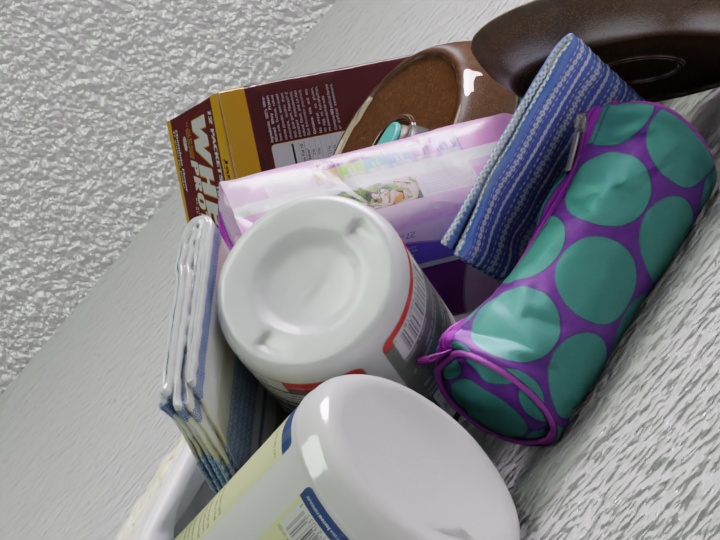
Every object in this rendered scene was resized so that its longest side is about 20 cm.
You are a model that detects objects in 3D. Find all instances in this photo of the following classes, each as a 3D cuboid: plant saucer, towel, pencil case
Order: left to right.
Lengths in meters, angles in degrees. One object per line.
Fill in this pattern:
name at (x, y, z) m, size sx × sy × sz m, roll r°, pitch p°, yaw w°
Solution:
towel at (-0.067, 0.082, 1.555) m, size 0.024 × 0.200 × 0.147 m, roll -11°, pitch 45°, yaw 16°
plant saucer at (0.031, -0.076, 1.848) m, size 0.200 × 0.034 × 0.201 m, roll -40°, pitch 34°, yaw 34°
towel at (0.118, -0.054, 1.601) m, size 0.145 × 0.024 × 0.200 m, roll -61°, pitch -21°, yaw 1°
pencil case at (0.120, -0.001, 1.530) m, size 0.200 × 0.092 × 0.085 m, roll -57°, pitch 11°, yaw -22°
plant saucer at (0.166, -0.134, 1.625) m, size 0.200 × 0.199 × 0.032 m, roll 149°, pitch 118°, yaw -64°

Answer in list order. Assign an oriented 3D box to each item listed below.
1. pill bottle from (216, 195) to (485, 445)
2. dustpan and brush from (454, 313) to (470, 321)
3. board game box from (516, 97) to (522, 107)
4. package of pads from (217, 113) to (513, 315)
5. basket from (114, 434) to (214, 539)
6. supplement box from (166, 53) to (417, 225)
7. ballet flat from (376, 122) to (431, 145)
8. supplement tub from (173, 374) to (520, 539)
pill bottle at (0.001, 0.049, 1.570) m, size 0.114 × 0.114 × 0.200 m, roll -54°, pitch -30°, yaw -12°
dustpan and brush at (0.061, 0.015, 1.832) m, size 0.200 × 0.057 × 0.140 m, roll -51°, pitch 10°, yaw 9°
board game box at (0.122, -0.087, 1.787) m, size 0.095 × 0.030 × 0.201 m, roll -25°, pitch 44°, yaw 29°
package of pads at (0.013, -0.018, 1.657) m, size 0.121 × 0.199 × 0.076 m, roll 91°, pitch 159°, yaw -48°
basket at (-0.083, 0.180, 1.705) m, size 0.123 × 0.135 × 0.200 m, roll -45°, pitch 12°, yaw 44°
supplement box at (-0.023, -0.078, 2.049) m, size 0.199 × 0.134 × 0.197 m, roll -12°, pitch 0°, yaw -15°
ballet flat at (0.000, 0.000, 1.748) m, size 0.200 × 0.068 × 0.068 m, roll -56°, pitch 13°, yaw 6°
supplement tub at (-0.026, 0.169, 1.446) m, size 0.200 × 0.145 × 0.145 m, roll -47°, pitch 11°, yaw 27°
